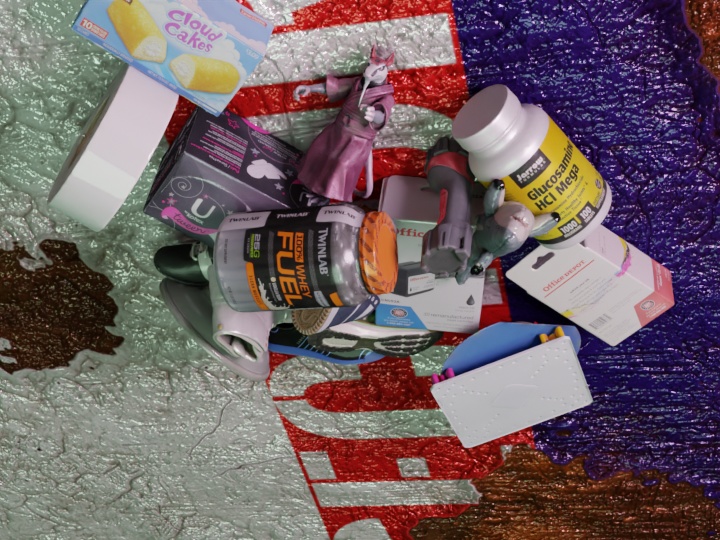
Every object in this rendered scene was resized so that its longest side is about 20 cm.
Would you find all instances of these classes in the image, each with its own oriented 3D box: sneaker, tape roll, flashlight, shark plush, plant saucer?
[{"bbox_3d":[-0.052,0.083,1.699,0.199,0.070,0.078,3,139,7],"label":"sneaker"},{"bbox_3d":[-0.298,-0.149,1.425,0.071,0.203,0.202,29,132,-18],"label":"tape roll"},{"bbox_3d":[0.000,0.000,1.514,0.070,0.108,0.200,52,121,20],"label":"sneaker"},{"bbox_3d":[0.103,-0.076,1.422,0.068,0.201,0.068,11,136,1],"label":"flashlight"},{"bbox_3d":[-0.181,-0.029,1.615,0.199,0.074,0.089,3,134,-9],"label":"sneaker"},{"bbox_3d":[-0.138,0.071,1.575,0.073,0.116,0.200,-13,159,27],"label":"sneaker"},{"bbox_3d":[0.146,-0.033,1.410,0.091,0.084,0.200,35,151,-16],"label":"shark plush"},{"bbox_3d":[-0.189,0.068,1.644,0.200,0.200,0.050,40,100,-26],"label":"plant saucer"},{"bbox_3d":[0.023,0.066,1.658,0.199,0.089,0.077,7,151,-18],"label":"sneaker"}]

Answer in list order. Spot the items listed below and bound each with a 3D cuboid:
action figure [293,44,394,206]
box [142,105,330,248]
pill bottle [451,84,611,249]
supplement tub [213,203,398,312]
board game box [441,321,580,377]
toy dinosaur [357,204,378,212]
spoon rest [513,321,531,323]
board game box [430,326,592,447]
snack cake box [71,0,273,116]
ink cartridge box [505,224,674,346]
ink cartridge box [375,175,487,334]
[{"bbox_3d":[0.002,-0.171,1.417,0.149,0.134,0.201,8,118,-46],"label":"action figure"},{"bbox_3d":[-0.153,-0.099,1.506,0.199,0.115,0.132,29,132,-17],"label":"box"},{"bbox_3d":[0.202,-0.125,1.417,0.112,0.113,0.200,-29,123,32],"label":"pill bottle"},{"bbox_3d":[-0.063,-0.015,1.400,0.199,0.123,0.123,-4,133,19],"label":"supplement tub"},{"bbox_3d":[0.205,0.108,1.638,0.199,0.039,0.158,3,139,-24],"label":"board game box"},{"bbox_3d":[-0.062,-0.021,1.552,0.058,0.200,0.101,41,155,14],"label":"toy dinosaur"},{"bbox_3d":[0.205,0.142,1.716,0.099,0.061,0.200,26,134,-16],"label":"spoon rest"},{"bbox_3d":[0.213,0.167,1.660,0.199,0.026,0.200,-21,143,8],"label":"board game box"},{"bbox_3d":[-0.216,-0.283,1.372,0.200,0.067,0.115,30,133,-19],"label":"snack cake box"},{"bbox_3d":[0.300,0.005,1.559,0.200,0.068,0.116,31,131,-21],"label":"ink cartridge box"},{"bbox_3d":[0.095,-0.018,1.562,0.144,0.084,0.201,6,135,5],"label":"ink cartridge box"}]
